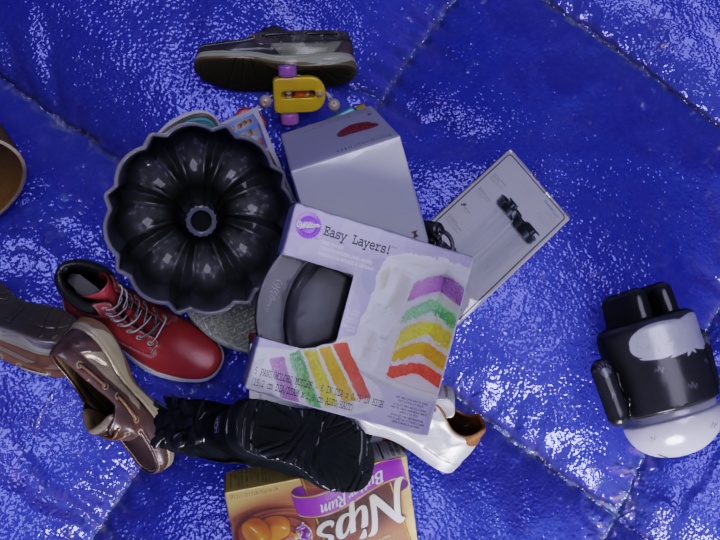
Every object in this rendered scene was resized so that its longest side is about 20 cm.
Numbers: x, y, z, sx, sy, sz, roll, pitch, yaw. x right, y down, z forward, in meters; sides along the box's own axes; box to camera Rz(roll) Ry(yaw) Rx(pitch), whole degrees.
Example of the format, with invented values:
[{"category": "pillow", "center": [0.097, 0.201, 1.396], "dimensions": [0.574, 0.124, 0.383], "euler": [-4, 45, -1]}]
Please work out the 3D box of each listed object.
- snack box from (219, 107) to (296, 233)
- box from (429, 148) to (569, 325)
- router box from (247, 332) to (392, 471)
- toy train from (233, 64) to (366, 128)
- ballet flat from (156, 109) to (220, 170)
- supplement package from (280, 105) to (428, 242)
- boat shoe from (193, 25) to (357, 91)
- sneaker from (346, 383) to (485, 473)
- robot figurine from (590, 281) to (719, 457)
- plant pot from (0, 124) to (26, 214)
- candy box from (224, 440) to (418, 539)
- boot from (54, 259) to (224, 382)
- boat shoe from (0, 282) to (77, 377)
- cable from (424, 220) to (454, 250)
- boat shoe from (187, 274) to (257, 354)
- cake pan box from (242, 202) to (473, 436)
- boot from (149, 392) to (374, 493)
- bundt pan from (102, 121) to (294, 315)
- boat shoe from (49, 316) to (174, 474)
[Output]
[{"category": "snack box", "center": [-0.109, -0.082, 1.039], "dimensions": [0.072, 0.024, 0.203], "euler": [-35, 108, -45]}, {"category": "box", "center": [0.145, -0.037, 1.098], "dimensions": [0.200, 0.060, 0.117], "euler": [-43, 89, -12]}, {"category": "router box", "center": [-0.039, 0.173, 1.009], "dimensions": [0.176, 0.049, 0.204], "euler": [0, 100, -9]}, {"category": "toy train", "center": [-0.075, -0.164, 1.094], "dimensions": [0.197, 0.056, 0.152], "euler": [22, 104, -14]}, {"category": "ballet flat", "center": [-0.227, -0.108, 1.014], "dimensions": [0.069, 0.069, 0.201], "euler": [37, 110, 0]}, {"category": "supplement package", "center": [-0.012, -0.094, 0.990], "dimensions": [0.119, 0.200, 0.121], "euler": [-17, 110, -2]}, {"category": "boat shoe", "center": [-0.104, -0.264, 1.099], "dimensions": [0.197, 0.072, 0.067], "euler": [-1, 69, -8]}, {"category": "sneaker", "center": [0.047, 0.135, 0.945], "dimensions": [0.198, 0.073, 0.085], "euler": [30, 118, -22]}, {"category": "robot figurine", "center": [0.355, 0.121, 1.074], "dimensions": [0.148, 0.125, 0.203], "euler": [-17, 83, 13]}, {"category": "plant pot", "center": [-0.489, -0.163, 0.975], "dimensions": [0.184, 0.187, 0.202], "euler": [-26, 72, -12]}, {"category": "candy box", "center": [-0.041, 0.263, 0.971], "dimensions": [0.196, 0.056, 0.119], "euler": [-9, 101, -5]}, {"category": "boot", "center": [-0.239, 0.057, 0.980], "dimensions": [0.198, 0.144, 0.073], "euler": [27, 71, -5]}, {"category": "boat shoe", "center": [-0.399, 0.065, 0.988], "dimensions": [0.197, 0.073, 0.076], "euler": [22, 37, 15]}, {"category": "cable", "center": [0.000, 0.000, 1.005], "dimensions": [0.199, 0.163, 0.051], "euler": [-39, 127, -14]}, {"category": "boat shoe", "center": [-0.112, 0.061, 1.039], "dimensions": [0.197, 0.062, 0.076], "euler": [21, 97, -9]}, {"category": "cake pan box", "center": [-0.006, 0.047, 0.877], "dimensions": [0.197, 0.052, 0.187], "euler": [17, 85, -10]}, {"category": "boot", "center": [-0.103, 0.173, 0.911], "dimensions": [0.197, 0.161, 0.075], "euler": [26, 66, -37]}, {"category": "bundt pan", "center": [-0.171, -0.060, 0.954], "dimensions": [0.198, 0.076, 0.206], "euler": [-3, 105, -12]}, {"category": "boat shoe", "center": [-0.268, 0.149, 0.958], "dimensions": [0.072, 0.071, 0.202], "euler": [-51, 132, -45]}]
